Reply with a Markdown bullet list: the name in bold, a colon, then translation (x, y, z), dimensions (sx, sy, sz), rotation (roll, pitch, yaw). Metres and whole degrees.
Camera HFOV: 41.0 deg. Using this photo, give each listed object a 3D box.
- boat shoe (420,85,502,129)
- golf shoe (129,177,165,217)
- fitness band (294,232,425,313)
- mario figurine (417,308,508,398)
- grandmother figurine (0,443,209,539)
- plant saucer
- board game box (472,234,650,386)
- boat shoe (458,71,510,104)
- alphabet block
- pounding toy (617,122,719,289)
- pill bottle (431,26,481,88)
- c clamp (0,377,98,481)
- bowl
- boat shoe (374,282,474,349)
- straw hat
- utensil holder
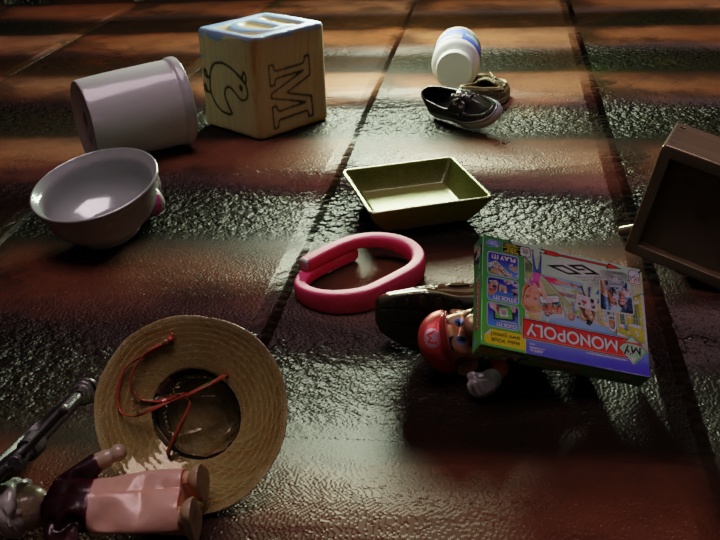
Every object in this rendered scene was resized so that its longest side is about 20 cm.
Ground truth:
- **boat shoe**: translation (0.196, -0.330, 1.922), dimensions (0.199, 0.057, 0.069), rotation (19, 74, 48)
- **golf shoe**: translation (-0.364, -0.143, 1.606), dimensions (0.090, 0.077, 0.199), rotation (-17, 30, -34)
- **fitness band**: translation (0.000, 0.000, 1.311), dimensions (0.142, 0.038, 0.199), rotation (21, 36, 40)
- **mario figurine**: translation (0.162, 0.069, 1.076), dimensions (0.196, 0.108, 0.124), rotation (-5, 27, -8)
- **grandmother figurine**: translation (-0.242, 0.216, 0.870), dimensions (0.196, 0.061, 0.122), rotation (-2, 35, 8)
- **plant saucer**: translation (0.086, -0.118, 1.533), dimensions (0.196, 0.049, 0.200), rotation (-8, 26, -11)
- **board game box**: translation (0.220, 0.044, 1.062), dimensions (0.196, 0.029, 0.137), rotation (11, 59, -11)
- **boat shoe**: translation (0.265, -0.383, 2.043), dimensions (0.072, 0.064, 0.200), rotation (11, 29, 27)
- **alphabet block**: translation (-0.198, -0.405, 1.978), dimensions (0.195, 0.203, 0.194), rotation (-24, 32, -38)
- **pounding toy**: translation (0.446, -0.078, 1.290), dimensions (0.182, 0.203, 0.142), rotation (24, 33, 18)
- **pill bottle**: translation (0.219, -0.480, 2.191), dimensions (0.110, 0.114, 0.201), rotation (1, 26, 8)
- **c clamp**: translation (-0.303, 0.157, 0.919), dimensions (0.170, 0.027, 0.200), rotation (-42, 8, 9)
- **bowl**: translation (-0.393, -0.097, 1.467), dimensions (0.197, 0.091, 0.203), rotation (-8, 37, 6)
- **boat shoe**: translation (0.114, 0.051, 1.165), dimensions (0.196, 0.077, 0.074), rotation (3, 19, -8)
- **straw hat**: translation (-0.159, 0.146, 0.962), dimensions (0.197, 0.205, 0.085), rotation (1, -17, 9)
- **utensil holder**: translation (-0.433, -0.305, 1.834), dimensions (0.197, 0.173, 0.170), rotation (-17, 29, -25)
